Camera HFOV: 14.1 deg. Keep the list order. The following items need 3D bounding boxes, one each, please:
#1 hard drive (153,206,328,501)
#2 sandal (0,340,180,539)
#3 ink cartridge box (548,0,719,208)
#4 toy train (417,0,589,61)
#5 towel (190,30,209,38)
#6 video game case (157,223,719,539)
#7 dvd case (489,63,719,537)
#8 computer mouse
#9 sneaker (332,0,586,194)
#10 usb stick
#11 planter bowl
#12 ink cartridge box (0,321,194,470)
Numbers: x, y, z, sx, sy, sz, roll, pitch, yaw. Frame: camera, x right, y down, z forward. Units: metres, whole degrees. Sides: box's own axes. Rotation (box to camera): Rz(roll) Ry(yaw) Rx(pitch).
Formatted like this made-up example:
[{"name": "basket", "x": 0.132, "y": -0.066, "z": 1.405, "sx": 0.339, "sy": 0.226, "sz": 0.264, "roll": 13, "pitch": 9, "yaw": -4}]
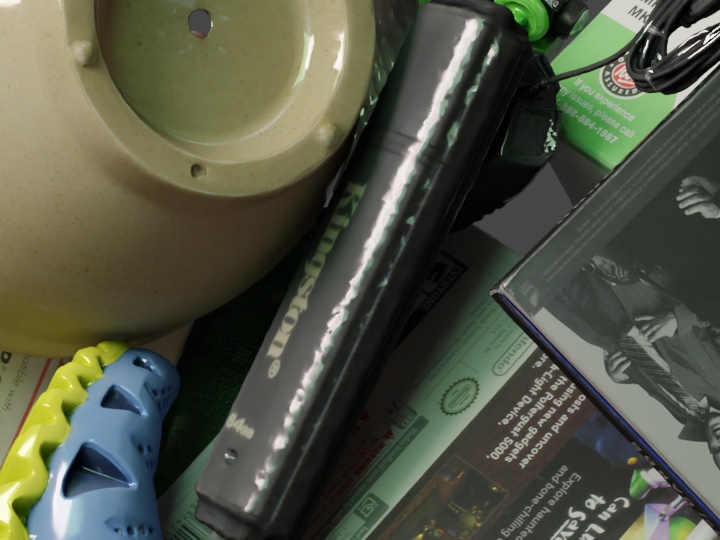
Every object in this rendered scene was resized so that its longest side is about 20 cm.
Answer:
[{"name": "hard drive", "x": 0.015, "y": 0.060, "z": 1.039, "sx": 0.199, "sy": 0.038, "sz": 0.140, "roll": 19, "pitch": 67, "yaw": 34}, {"name": "sandal", "x": -0.094, "y": 0.110, "z": 0.964, "sx": 0.087, "sy": 0.080, "sz": 0.201, "roll": 21, "pitch": 51, "yaw": -2}, {"name": "ink cartridge box", "x": 0.178, "y": -0.077, "z": 1.023, "sx": 0.200, "sy": 0.084, "sz": 0.146, "roll": -46, "pitch": 50, "yaw": -9}, {"name": "toy train", "x": -0.003, "y": -0.138, "z": 1.057, "sx": 0.200, "sy": 0.056, "sz": 0.042, "roll": 37, "pitch": 55, "yaw": 8}, {"name": "towel", "x": -0.167, "y": -0.046, "z": 1.123, "sx": 0.200, "sy": 0.032, "sz": 0.191, "roll": -29, "pitch": 22, "yaw": -29}, {"name": "video game case", "x": 0.022, "y": 0.090, "z": 0.977, "sx": 0.200, "sy": 0.023, "sz": 0.182, "roll": -47, "pitch": 50, "yaw": -11}, {"name": "dvd case", "x": 0.162, "y": 0.027, "z": 0.922, "sx": 0.150, "sy": 0.025, "sz": 0.200, "roll": -44, "pitch": 90, "yaw": -8}, {"name": "computer mouse", "x": 0.074, "y": -0.061, "z": 0.980, "sx": 0.200, "sy": 0.034, "sz": 0.059, "roll": -26, "pitch": 48, "yaw": 42}, {"name": "sneaker", "x": 0.050, "y": -0.112, "z": 1.124, "sx": 0.078, "sy": 0.079, "sz": 0.201, "roll": 37, "pitch": 103, "yaw": 42}, {"name": "usb stick", "x": 0.000, "y": 0.000, "z": 0.978, "sx": 0.055, "sy": 0.033, "sz": 0.201, "roll": 22, "pitch": 86, "yaw": 55}, {"name": "planter bowl", "x": -0.078, "y": -0.074, "z": 0.991, "sx": 0.135, "sy": 0.200, "sz": 0.201, "roll": -10, "pitch": 46, "yaw": 59}, {"name": "ink cartridge box", "x": -0.169, "y": 0.044, "z": 1.095, "sx": 0.199, "sy": 0.068, "sz": 0.116, "roll": -3, "pitch": 56, "yaw": 39}]
